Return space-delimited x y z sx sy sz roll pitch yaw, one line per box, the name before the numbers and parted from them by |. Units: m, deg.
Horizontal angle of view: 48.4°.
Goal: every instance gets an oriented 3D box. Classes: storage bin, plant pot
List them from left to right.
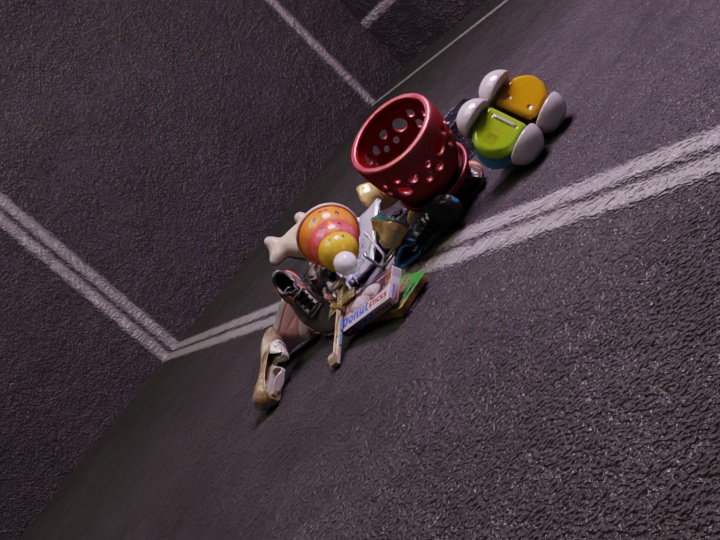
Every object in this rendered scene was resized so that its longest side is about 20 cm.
plant pot | 0.109 -0.230 1.648 0.200 0.182 0.201 -26 42 26
storage bin | 0.227 -0.317 1.965 0.200 0.094 0.135 -48 13 2

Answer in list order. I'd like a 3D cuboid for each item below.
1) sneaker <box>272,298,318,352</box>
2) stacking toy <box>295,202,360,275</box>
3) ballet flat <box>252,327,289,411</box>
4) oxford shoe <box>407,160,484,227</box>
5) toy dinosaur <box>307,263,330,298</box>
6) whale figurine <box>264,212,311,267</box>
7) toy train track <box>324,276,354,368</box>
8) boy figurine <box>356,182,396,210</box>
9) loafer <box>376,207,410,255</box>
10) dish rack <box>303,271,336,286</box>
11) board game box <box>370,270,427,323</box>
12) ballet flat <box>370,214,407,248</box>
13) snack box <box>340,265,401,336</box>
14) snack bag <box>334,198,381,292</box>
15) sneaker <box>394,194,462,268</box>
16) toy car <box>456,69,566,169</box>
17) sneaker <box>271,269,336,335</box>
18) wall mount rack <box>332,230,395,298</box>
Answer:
sneaker | -0.148 0.154 1.853 0.075 0.104 0.201 -41 -28 -55
stacking toy | -0.046 -0.045 1.680 0.146 0.146 0.200 -46 30 5
ballet flat | -0.186 0.211 1.755 0.065 0.070 0.201 -21 51 35
oxford shoe | 0.179 -0.153 1.705 0.200 0.071 0.073 -42 19 19
toy dinosaur | -0.096 0.013 1.848 0.102 0.077 0.201 -108 17 -65
whale figurine | -0.128 -0.064 1.936 0.199 0.160 0.104 -19 -24 -6
toy train track | -0.053 0.100 1.620 0.115 0.032 0.201 -46 33 48
boy figurine | 0.070 -0.193 1.979 0.199 0.065 0.124 -18 -21 -35
loafer | 0.069 -0.100 1.839 0.072 0.063 0.200 -49 1 -34
dish rack | -0.136 0.067 2.007 0.200 0.054 0.153 -54 -8 -2
board game box | 0.062 0.054 1.566 0.096 0.030 0.200 -55 12 -21
ballet flat | 0.052 -0.080 1.671 0.200 0.068 0.063 -128 54 -83
snack box | 0.018 0.063 1.556 0.200 0.024 0.072 -40 36 53
snack bag | -0.010 -0.051 1.905 0.200 0.021 0.189 -41 37 54
sneaker | 0.137 -0.075 1.627 0.200 0.073 0.082 -49 12 44
toy car | 0.295 -0.284 1.586 0.200 0.175 0.150 -53 -20 -20
sneaker | -0.126 0.069 1.750 0.077 0.200 0.082 -52 -19 -3
wall mount rack | 0.000 0.000 1.764 0.200 0.074 0.174 -53 7 16
